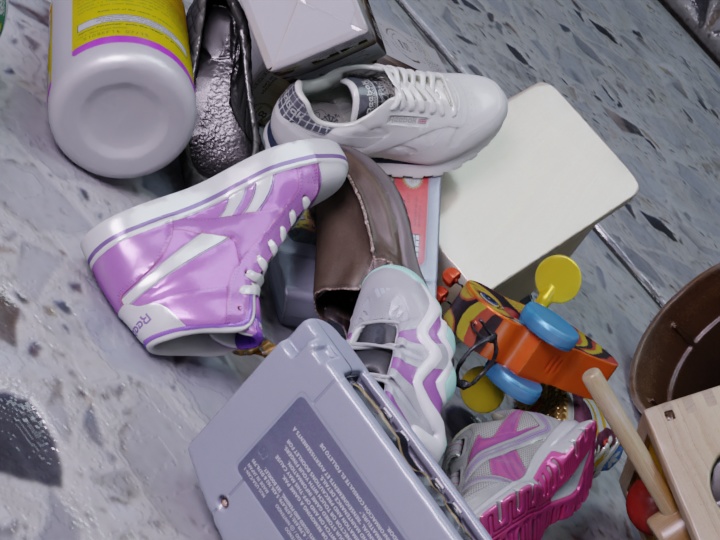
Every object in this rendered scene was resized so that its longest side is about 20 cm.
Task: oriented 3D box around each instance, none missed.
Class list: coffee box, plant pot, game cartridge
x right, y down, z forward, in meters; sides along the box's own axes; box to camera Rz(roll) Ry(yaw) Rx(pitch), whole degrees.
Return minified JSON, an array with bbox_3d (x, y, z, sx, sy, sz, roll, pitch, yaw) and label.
[{"bbox_3d":[-0.021,-0.171,1.457,0.199,0.113,0.080,22,32,-41],"label":"coffee box"},{"bbox_3d":[0.397,0.123,1.586,0.198,0.200,0.201,44,22,-24],"label":"plant pot"},{"bbox_3d":[-0.006,-0.044,1.240,0.132,0.041,0.201,8,58,-7],"label":"game cartridge"},{"bbox_3d":[-0.009,0.145,0.912,0.201,0.133,0.041,53,25,19],"label":"game cartridge"},{"bbox_3d":[-0.041,-0.208,1.239,0.200,0.079,0.114,-23,92,-84],"label":"coffee box"}]

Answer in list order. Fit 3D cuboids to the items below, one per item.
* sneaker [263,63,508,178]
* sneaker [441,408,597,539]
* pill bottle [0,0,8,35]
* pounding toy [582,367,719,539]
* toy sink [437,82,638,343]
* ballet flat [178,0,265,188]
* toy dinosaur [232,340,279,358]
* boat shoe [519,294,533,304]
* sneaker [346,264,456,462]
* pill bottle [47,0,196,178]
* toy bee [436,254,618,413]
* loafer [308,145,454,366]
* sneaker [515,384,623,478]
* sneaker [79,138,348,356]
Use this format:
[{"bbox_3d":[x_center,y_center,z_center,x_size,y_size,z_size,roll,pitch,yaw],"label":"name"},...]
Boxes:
[{"bbox_3d":[0.028,-0.119,1.227,0.198,0.081,0.077,-12,62,-24],"label":"sneaker"},{"bbox_3d":[0.091,0.159,1.156,0.088,0.082,0.200,14,25,28],"label":"sneaker"},{"bbox_3d":[-0.284,-0.135,0.966,0.113,0.113,0.200,38,24,-15],"label":"pill bottle"},{"bbox_3d":[0.255,0.173,1.234,0.200,0.141,0.185,86,-14,-63],"label":"pounding toy"},{"bbox_3d":[0.108,-0.044,1.367,0.199,0.112,0.131,-33,75,-31],"label":"toy sink"},{"bbox_3d":[-0.108,-0.119,1.227,0.057,0.066,0.202,88,-5,-73],"label":"ballet flat"},{"bbox_3d":[-0.040,0.096,1.082,0.200,0.060,0.107,-26,102,-62],"label":"toy dinosaur"},{"bbox_3d":[0.128,-0.041,1.478,0.201,0.066,0.074,69,17,2],"label":"boat shoe"},{"bbox_3d":[0.001,0.081,1.016,0.140,0.077,0.202,28,55,-58],"label":"sneaker"},{"bbox_3d":[-0.176,-0.163,1.198,0.104,0.104,0.201,31,27,-29],"label":"pill bottle"},{"bbox_3d":[0.110,0.037,1.225,0.109,0.131,0.200,45,-3,34],"label":"toy bee"},{"bbox_3d":[0.000,0.000,1.144,0.071,0.073,0.201,-8,62,-33],"label":"loafer"},{"bbox_3d":[0.178,0.138,1.324,0.090,0.075,0.200,34,26,-11],"label":"sneaker"},{"bbox_3d":[-0.074,-0.007,1.088,0.200,0.073,0.115,-27,74,-26],"label":"sneaker"}]
